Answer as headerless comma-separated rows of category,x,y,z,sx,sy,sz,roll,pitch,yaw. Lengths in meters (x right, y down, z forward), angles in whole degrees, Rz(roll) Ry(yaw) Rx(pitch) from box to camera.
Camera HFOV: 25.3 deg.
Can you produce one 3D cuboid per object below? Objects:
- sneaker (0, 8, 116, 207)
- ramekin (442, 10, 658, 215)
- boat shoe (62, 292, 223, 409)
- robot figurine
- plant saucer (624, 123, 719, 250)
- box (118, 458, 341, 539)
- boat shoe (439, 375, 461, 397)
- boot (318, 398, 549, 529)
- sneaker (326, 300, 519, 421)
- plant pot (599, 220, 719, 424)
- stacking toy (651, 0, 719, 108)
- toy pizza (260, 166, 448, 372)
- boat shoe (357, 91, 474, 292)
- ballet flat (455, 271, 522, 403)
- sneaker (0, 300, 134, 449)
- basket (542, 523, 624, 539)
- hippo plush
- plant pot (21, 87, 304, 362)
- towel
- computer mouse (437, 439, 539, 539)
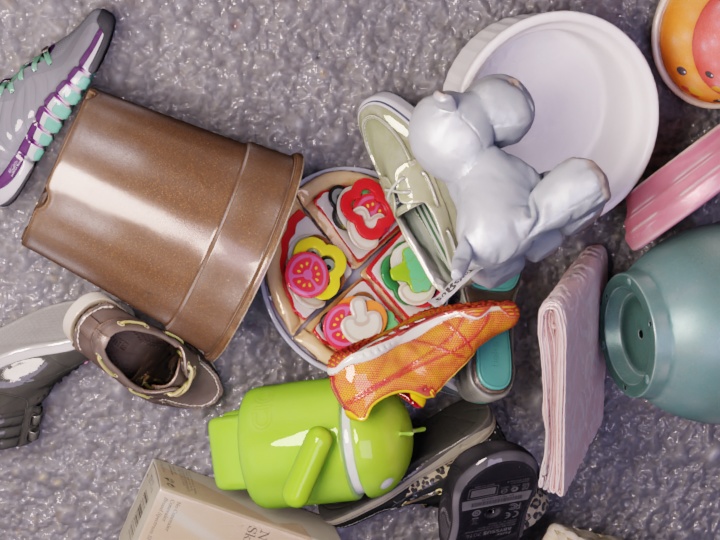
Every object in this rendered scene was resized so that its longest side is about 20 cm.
sneaker,-0.295,-0.156,1.407,0.087,0.074,0.201,32,96,-14
ramekin,0.170,-0.146,1.507,0.198,0.098,0.203,-3,105,-13
boat shoe,-0.187,0.085,1.464,0.072,0.059,0.200,-52,139,-2
robot figurine,-0.040,0.161,1.513,0.198,0.175,0.117,-7,89,12
plant saucer,0.325,-0.097,1.517,0.200,0.201,0.051,-36,87,-2
box,-0.124,0.265,1.558,0.198,0.078,0.096,20,99,-18
boat shoe,0.046,0.078,1.570,0.199,0.073,0.062,26,141,-25
boot,0.076,0.230,1.600,0.203,0.074,0.154,-32,123,12
sneaker,0.061,0.079,1.469,0.199,0.073,0.078,-23,98,-20
plant pot,0.311,0.055,1.535,0.133,0.200,0.202,-5,106,-18
stacking toy,0.368,-0.210,1.483,0.145,0.200,0.148,-3,105,-12
toy pizza,0.000,0.000,1.496,0.198,0.032,0.202,5,78,-25
boat shoe,0.055,-0.072,1.488,0.062,0.072,0.201,-34,92,-46
ballet flat,0.118,0.030,1.556,0.067,0.064,0.202,11,73,-20
sneaker,-0.295,0.099,1.483,0.198,0.071,0.100,-21,122,-13
basket,0.259,0.342,1.614,0.199,0.135,0.124,22,92,-44
hippo plush,0.103,-0.079,1.406,0.199,0.159,0.162,-28,79,-19
plant pot,-0.179,-0.050,1.408,0.197,0.200,0.202,24,99,-11
towel,0.203,0.091,1.540,0.032,0.200,0.193,5,108,18
computer mouse,0.110,0.225,1.538,0.137,0.053,0.201,-4,134,-18
